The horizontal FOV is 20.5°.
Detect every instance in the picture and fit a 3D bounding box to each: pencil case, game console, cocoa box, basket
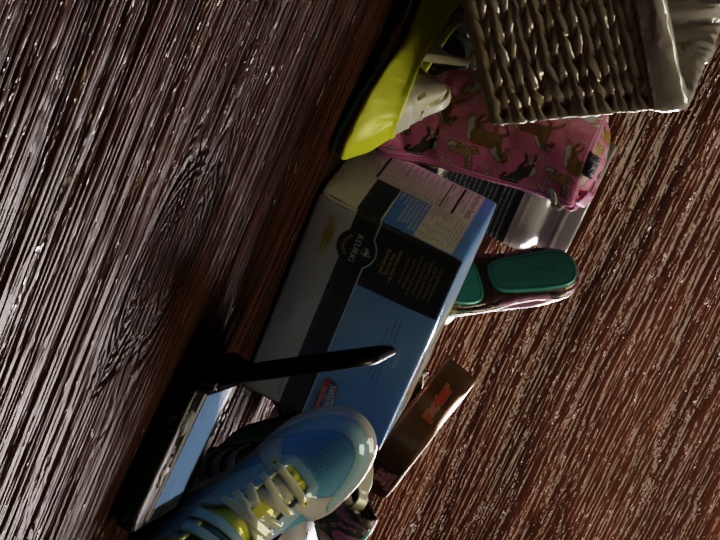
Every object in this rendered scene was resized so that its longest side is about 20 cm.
[{"bbox_3d":[0.104,-0.114,1.633,0.087,0.199,0.083,-59,163,-52],"label":"pencil case"},{"bbox_3d":[-0.068,0.112,1.380,0.200,0.116,0.177,10,105,-85],"label":"game console"},{"bbox_3d":[0.009,0.020,1.663,0.201,0.131,0.133,-67,175,29],"label":"cocoa box"},{"bbox_3d":[0.173,-0.233,1.515,0.198,0.160,0.201,-57,135,-58],"label":"basket"}]

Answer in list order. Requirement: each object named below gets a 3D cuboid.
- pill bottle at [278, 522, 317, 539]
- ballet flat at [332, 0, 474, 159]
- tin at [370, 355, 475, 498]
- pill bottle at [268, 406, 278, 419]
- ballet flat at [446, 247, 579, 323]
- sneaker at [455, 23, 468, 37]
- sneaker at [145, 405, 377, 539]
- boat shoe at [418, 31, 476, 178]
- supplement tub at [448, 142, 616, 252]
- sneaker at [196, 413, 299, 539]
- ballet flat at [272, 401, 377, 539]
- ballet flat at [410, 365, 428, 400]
[{"bbox_3d":[-0.096,0.234,1.742,0.113,0.112,0.200,-65,175,4],"label":"pill bottle"},{"bbox_3d":[0.049,-0.162,1.542,0.201,0.067,0.067,-63,176,-20],"label":"ballet flat"},{"bbox_3d":[0.050,0.143,1.795,0.112,0.042,0.200,-55,177,-21],"label":"tin"},{"bbox_3d":[-0.006,0.083,1.929,0.201,0.115,0.116,-62,175,-23],"label":"pill bottle"},{"bbox_3d":[0.105,0.017,1.836,0.071,0.199,0.069,121,-40,-54],"label":"ballet flat"},{"bbox_3d":[0.160,-0.267,1.933,0.201,0.115,0.076,-59,173,-48],"label":"sneaker"},{"bbox_3d":[-0.078,0.182,1.464,0.200,0.080,0.131,-35,-173,20],"label":"sneaker"},{"bbox_3d":[0.057,-0.125,1.791,0.066,0.074,0.200,72,44,-80],"label":"boat shoe"},{"bbox_3d":[0.129,-0.107,1.909,0.141,0.199,0.140,-63,175,-10],"label":"supplement tub"},{"bbox_3d":[-0.076,0.174,1.649,0.200,0.074,0.088,-20,101,-64],"label":"sneaker"},{"bbox_3d":[-0.024,0.153,1.756,0.071,0.069,0.201,-37,-126,28],"label":"ballet flat"},{"bbox_3d":[0.027,0.027,1.845,0.067,0.046,0.201,-22,107,-41],"label":"ballet flat"}]
